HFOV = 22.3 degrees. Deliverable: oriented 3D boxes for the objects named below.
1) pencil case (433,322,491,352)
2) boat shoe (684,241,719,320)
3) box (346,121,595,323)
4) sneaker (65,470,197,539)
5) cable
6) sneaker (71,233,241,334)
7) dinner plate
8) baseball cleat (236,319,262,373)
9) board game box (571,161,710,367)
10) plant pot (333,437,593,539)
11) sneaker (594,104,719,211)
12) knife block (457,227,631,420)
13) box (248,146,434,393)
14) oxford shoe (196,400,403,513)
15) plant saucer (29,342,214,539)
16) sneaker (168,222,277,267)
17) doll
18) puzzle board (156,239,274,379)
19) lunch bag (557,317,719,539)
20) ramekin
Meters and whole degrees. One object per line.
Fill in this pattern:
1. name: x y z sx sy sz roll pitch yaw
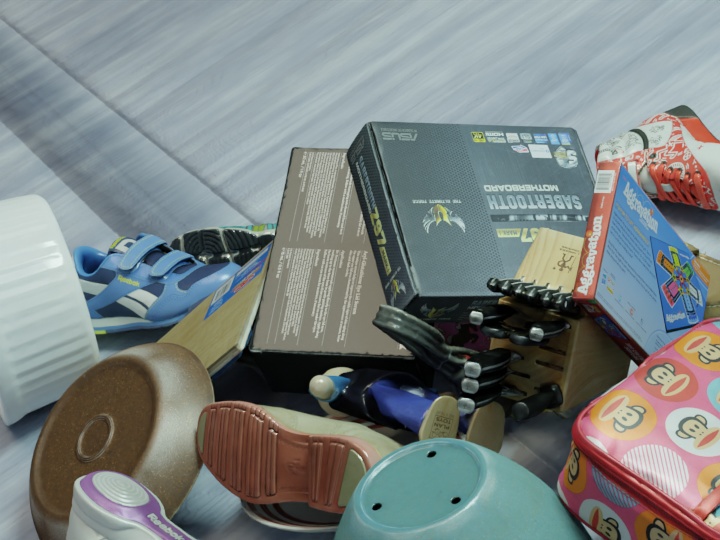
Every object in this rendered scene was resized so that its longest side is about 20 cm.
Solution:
1. pencil case: 0.116 0.002 1.522 0.083 0.086 0.201 -35 23 36
2. boat shoe: 0.232 0.000 1.478 0.199 0.067 0.074 11 43 42
3. box: 0.100 -0.038 1.436 0.198 0.051 0.159 0 60 -26
4. sneaker: -0.149 0.236 1.348 0.075 0.100 0.200 -4 34 -46
5. cable: 0.074 0.059 1.384 0.051 0.200 0.097 -56 38 -5
6. sneaker: -0.193 0.008 1.686 0.199 0.083 0.074 -8 12 32
7. dinner plate: 0.005 0.152 1.397 0.198 0.024 0.200 -14 21 5
8. baseball cleat: -0.023 0.041 1.589 0.198 0.070 0.107 -18 45 11
9. board game box: 0.206 0.011 1.320 0.019 0.200 0.104 3 68 31
10. plant pot: 0.059 0.192 1.213 0.198 0.136 0.201 -16 30 9
11. sneaker: 0.271 -0.075 1.578 0.107 0.068 0.202 -24 27 -3
12. knife block: 0.129 0.069 1.307 0.064 0.201 0.176 16 58 24
13. box: 0.000 0.000 1.522 0.140 0.079 0.201 1 59 17
14. oxford shoe: -0.042 0.139 1.357 0.199 0.071 0.073 14 11 42
15. plant saucer: -0.203 0.141 1.467 0.199 0.037 0.202 -25 47 30
16. sneaker: -0.083 -0.014 1.713 0.198 0.078 0.080 -5 14 16
17. doll: 0.022 0.099 1.377 0.135 0.049 0.200 10 1 -29
18. puzzle board: -0.145 0.073 1.559 0.200 0.017 0.151 -39 19 32
19. lunch bag: 0.248 0.129 1.210 0.176 0.082 0.199 35 46 28
20. ramekin: -0.305 0.029 1.642 0.097 0.202 0.201 -19 29 -14
